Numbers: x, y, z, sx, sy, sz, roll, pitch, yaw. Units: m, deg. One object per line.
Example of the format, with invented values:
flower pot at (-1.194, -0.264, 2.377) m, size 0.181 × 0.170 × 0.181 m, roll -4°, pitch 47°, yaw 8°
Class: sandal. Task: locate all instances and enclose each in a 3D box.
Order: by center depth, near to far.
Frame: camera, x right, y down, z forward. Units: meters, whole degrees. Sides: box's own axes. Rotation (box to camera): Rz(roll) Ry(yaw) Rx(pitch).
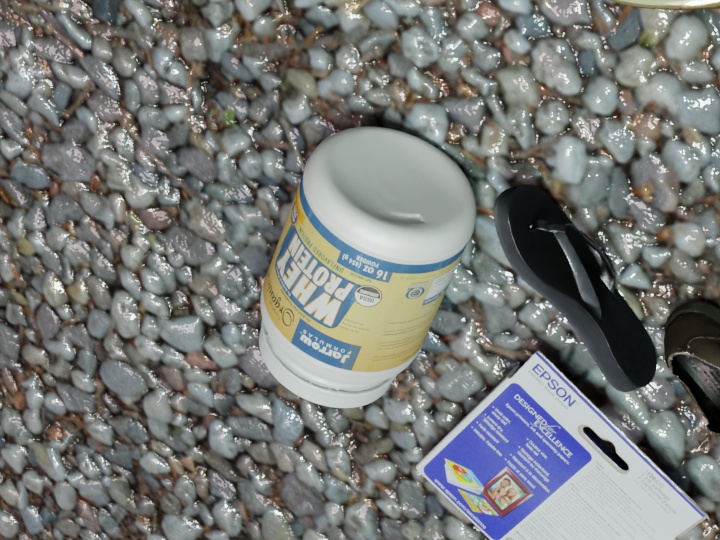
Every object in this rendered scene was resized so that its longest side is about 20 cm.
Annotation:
sandal at (0.178, 0.006, 1.493) m, size 0.043 × 0.076 × 0.200 m, roll -24°, pitch 115°, yaw 41°

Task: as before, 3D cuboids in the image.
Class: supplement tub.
supplement tub at (0.000, 0.000, 1.547) m, size 0.144 × 0.145 × 0.201 m, roll 31°, pitch 130°, yaw 11°

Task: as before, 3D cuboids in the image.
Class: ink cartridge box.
ink cartridge box at (0.174, 0.179, 1.624) m, size 0.198 × 0.047 × 0.200 m, roll 44°, pitch 130°, yaw 2°

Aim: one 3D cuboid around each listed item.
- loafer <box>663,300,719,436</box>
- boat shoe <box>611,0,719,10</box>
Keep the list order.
loafer at (0.303, 0.118, 1.483) m, size 0.200 × 0.071 × 0.073 m, roll 45°, pitch 132°, yaw -1°
boat shoe at (0.260, -0.216, 1.303) m, size 0.198 × 0.073 × 0.066 m, roll 2°, pitch 109°, yaw 27°
